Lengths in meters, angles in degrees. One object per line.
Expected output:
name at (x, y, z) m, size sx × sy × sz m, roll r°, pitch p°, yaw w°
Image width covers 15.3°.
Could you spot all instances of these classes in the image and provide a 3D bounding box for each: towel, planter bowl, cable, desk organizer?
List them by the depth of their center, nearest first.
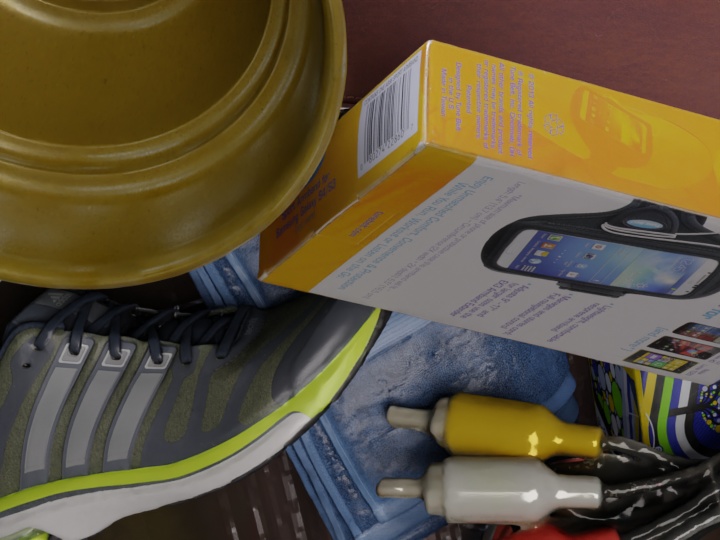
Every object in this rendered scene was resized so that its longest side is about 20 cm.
planter bowl at (-0.094, -0.098, 0.815) m, size 0.199 × 0.084 × 0.201 m, roll 7°, pitch 128°, yaw 9°
desk organizer at (0.061, -0.072, 0.888) m, size 0.199 × 0.072 × 0.077 m, roll 5°, pitch 75°, yaw -4°
cable at (0.107, 0.080, 0.938) m, size 0.199 × 0.050 × 0.098 m, roll -10°, pitch 72°, yaw 11°
towel at (0.000, 0.000, 0.975) m, size 0.111 × 0.049 × 0.201 m, roll -29°, pitch 109°, yaw -6°

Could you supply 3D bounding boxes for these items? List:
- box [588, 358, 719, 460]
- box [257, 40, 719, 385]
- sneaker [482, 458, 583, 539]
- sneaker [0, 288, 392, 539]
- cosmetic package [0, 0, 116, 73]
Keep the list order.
box at (0.114, -0.024, 0.984) m, size 0.064 × 0.070 × 0.201 m, roll -13°, pitch 107°, yaw -9°
box at (0.081, -0.012, 0.868) m, size 0.199 × 0.119 × 0.042 m, roll 12°, pitch 65°, yaw -25°
sneaker at (0.064, 0.174, 1.013) m, size 0.077 × 0.082 × 0.201 m, roll 4°, pitch 111°, yaw -16°
sneaker at (-0.079, 0.039, 0.928) m, size 0.199 × 0.074 × 0.081 m, roll -25°, pitch 102°, yaw 19°
cosmetic package at (-0.124, -0.086, 0.910) m, size 0.102 × 0.074 × 0.200 m, roll 36°, pitch 91°, yaw -19°
